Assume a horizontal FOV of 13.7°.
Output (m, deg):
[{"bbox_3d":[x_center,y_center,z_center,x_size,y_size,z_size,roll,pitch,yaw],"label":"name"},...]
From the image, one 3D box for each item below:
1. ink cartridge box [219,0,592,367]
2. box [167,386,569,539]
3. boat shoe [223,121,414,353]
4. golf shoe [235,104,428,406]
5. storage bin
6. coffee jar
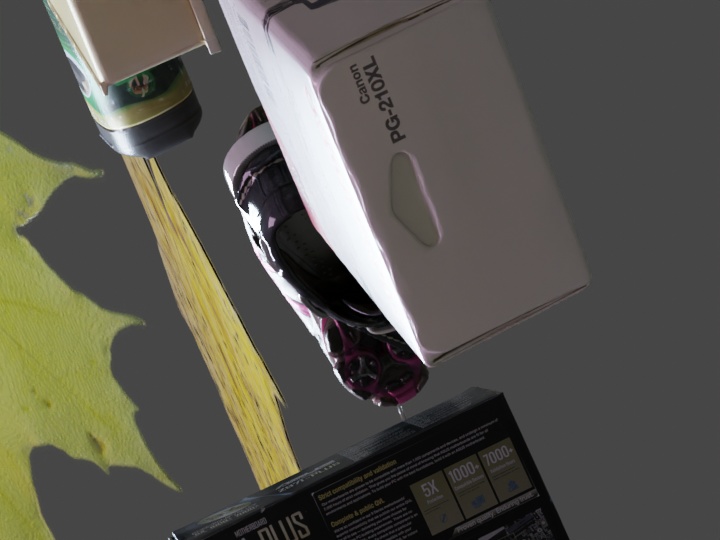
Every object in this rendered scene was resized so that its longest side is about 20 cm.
[{"bbox_3d":[0.014,-0.066,1.304,0.145,0.084,0.200,67,173,-22],"label":"ink cartridge box"},{"bbox_3d":[0.017,0.181,1.670,0.164,0.199,0.086,64,173,-4],"label":"box"},{"bbox_3d":[0.000,0.000,1.514,0.200,0.076,0.060,36,-158,-45],"label":"boat shoe"},{"bbox_3d":[-0.025,-0.009,1.846,0.201,0.072,0.092,65,174,-8],"label":"golf shoe"},{"bbox_3d":[-0.201,-0.262,2.173,0.199,0.093,0.201,55,169,56],"label":"storage bin"},{"bbox_3d":[-0.200,-0.192,2.436,0.201,0.085,0.104,69,169,-24],"label":"coffee jar"}]
